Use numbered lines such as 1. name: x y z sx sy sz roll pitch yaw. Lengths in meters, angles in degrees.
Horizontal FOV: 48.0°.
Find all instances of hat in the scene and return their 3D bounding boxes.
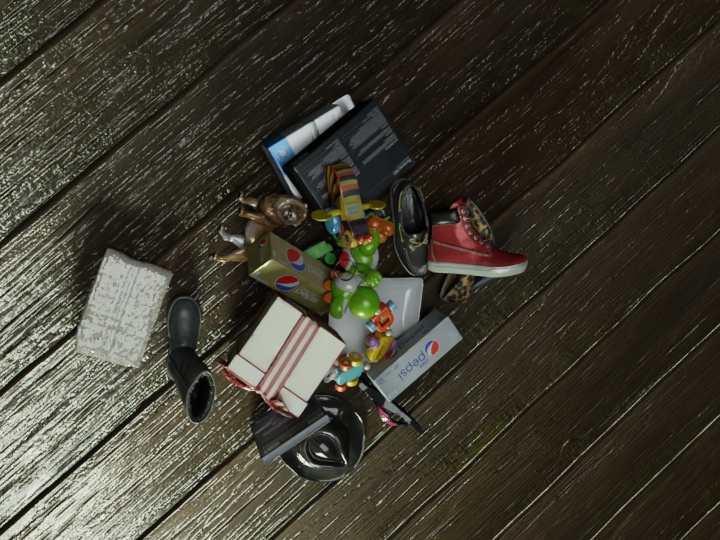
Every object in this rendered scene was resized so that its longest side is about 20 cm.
1. hat: -0.068 0.356 1.644 0.198 0.081 0.204 -4 102 -18

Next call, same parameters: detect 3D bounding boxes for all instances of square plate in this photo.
1. square plate: 0.025 0.108 1.648 0.197 0.028 0.201 2 101 -18

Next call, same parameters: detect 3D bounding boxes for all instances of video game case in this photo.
1. video game case: -0.138 0.290 1.543 0.142 0.200 0.019 -33 102 -8

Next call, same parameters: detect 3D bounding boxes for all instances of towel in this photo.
1. towel: -0.438 0.072 1.491 0.131 0.034 0.202 20 94 -22

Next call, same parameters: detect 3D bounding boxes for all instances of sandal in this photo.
1. sandal: 0.048 0.284 1.673 0.199 0.075 0.045 38 88 -13

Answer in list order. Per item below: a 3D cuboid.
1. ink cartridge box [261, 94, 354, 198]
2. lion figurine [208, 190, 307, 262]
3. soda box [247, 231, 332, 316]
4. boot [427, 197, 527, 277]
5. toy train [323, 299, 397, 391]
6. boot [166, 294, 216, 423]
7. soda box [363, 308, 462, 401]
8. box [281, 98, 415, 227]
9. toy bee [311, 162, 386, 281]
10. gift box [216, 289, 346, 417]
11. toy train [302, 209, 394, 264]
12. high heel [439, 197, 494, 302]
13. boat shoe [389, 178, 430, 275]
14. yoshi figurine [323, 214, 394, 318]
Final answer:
1. ink cartridge box: -0.071 -0.235 1.522 0.199 0.067 0.117 -33 110 -9
2. lion figurine: -0.191 -0.074 1.503 0.121 0.073 0.200 17 132 -31
3. soda box: -0.119 0.009 1.511 0.064 0.068 0.199 -33 136 27
4. boot: 0.233 -0.066 1.589 0.197 0.072 0.147 4 102 6
5. toy train: -0.002 0.141 1.580 0.200 0.056 0.150 -45 146 -4
6. boot: -0.308 0.155 1.460 0.071 0.200 0.185 -1 102 -17
7. soda box: 0.106 0.169 1.636 0.199 0.068 0.064 -40 111 -6
8. box: -0.021 -0.191 1.465 0.200 0.079 0.142 -41 109 -14
9. toy bee: -0.008 -0.085 1.386 0.130 0.108 0.202 -35 110 -18
10. gift box: -0.153 0.155 1.504 0.184 0.200 0.188 35 90 -5
11. toy train: -0.026 -0.063 1.591 0.198 0.042 0.057 -30 98 -10
12. high heel: 0.203 -0.035 1.648 0.141 0.071 0.202 -29 118 -16
13. boat shoe: 0.103 -0.080 1.614 0.071 0.061 0.204 -17 106 -13
14. yoshi figurine: 0.013 0.008 1.513 0.112 0.111 0.202 42 66 -45
